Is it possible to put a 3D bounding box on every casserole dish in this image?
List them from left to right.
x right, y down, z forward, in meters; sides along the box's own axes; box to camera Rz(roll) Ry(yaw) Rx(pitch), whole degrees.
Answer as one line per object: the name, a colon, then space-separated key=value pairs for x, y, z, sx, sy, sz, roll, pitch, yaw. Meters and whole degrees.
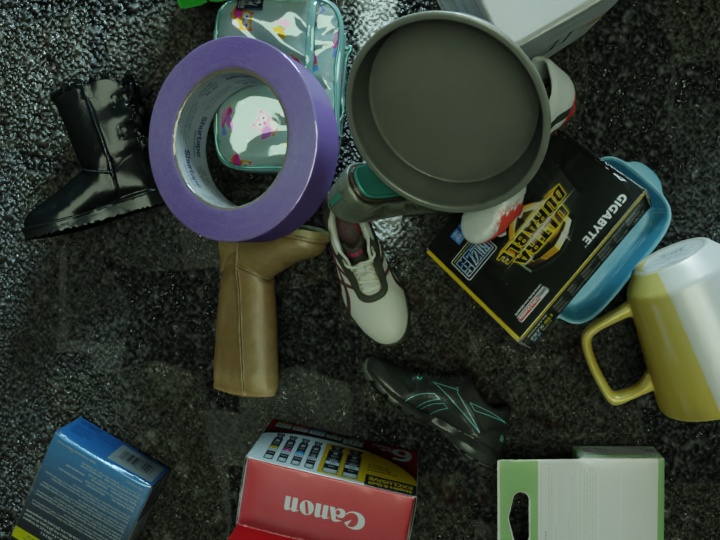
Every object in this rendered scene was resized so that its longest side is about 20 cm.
casserole dish: x=0.265 y=-0.035 z=0.764 sx=0.120 sy=0.039 sz=0.202 roll=39 pitch=97 yaw=1

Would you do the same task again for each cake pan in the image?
cake pan: x=0.081 y=-0.147 z=0.618 sx=0.195 sy=0.037 sz=0.204 roll=15 pitch=135 yaw=15

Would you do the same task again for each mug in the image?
mug: x=0.346 y=0.062 z=0.700 sx=0.183 sy=0.149 sz=0.156 roll=-29 pitch=95 yaw=-13

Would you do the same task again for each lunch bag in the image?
lunch bag: x=-0.089 y=-0.215 z=0.763 sx=0.155 sy=0.077 sz=0.207 roll=3 pitch=96 yaw=6

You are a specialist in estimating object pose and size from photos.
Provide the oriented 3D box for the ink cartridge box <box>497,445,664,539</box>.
ink cartridge box: x=0.260 y=0.289 z=0.792 sx=0.193 sy=0.048 sz=0.151 roll=-1 pitch=95 yaw=6

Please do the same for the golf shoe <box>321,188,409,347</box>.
golf shoe: x=0.000 y=0.000 z=0.772 sx=0.075 sy=0.088 sz=0.205 roll=-22 pitch=94 yaw=6

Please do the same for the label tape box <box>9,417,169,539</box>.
label tape box: x=-0.357 y=0.319 z=0.851 sx=0.141 sy=0.063 sz=0.204 roll=28 pitch=98 yaw=2

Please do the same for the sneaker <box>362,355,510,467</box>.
sneaker: x=0.092 y=0.151 z=0.793 sx=0.197 sy=0.075 sz=0.080 roll=33 pitch=85 yaw=-5

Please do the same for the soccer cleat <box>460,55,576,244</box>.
soccer cleat: x=0.157 y=-0.125 z=0.689 sx=0.068 sy=0.085 sz=0.203 roll=32 pitch=90 yaw=43

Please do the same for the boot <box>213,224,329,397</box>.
boot: x=-0.107 y=0.047 z=0.783 sx=0.171 sy=0.065 sz=0.207 roll=5 pitch=96 yaw=38

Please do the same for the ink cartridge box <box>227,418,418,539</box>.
ink cartridge box: x=-0.035 y=0.257 z=0.755 sx=0.194 sy=0.176 sz=0.087 roll=11 pitch=97 yaw=4

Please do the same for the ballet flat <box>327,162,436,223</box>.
ballet flat: x=0.045 y=-0.090 z=0.740 sx=0.063 sy=0.196 sz=0.069 roll=-37 pitch=69 yaw=46

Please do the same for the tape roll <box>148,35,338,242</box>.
tape roll: x=-0.123 y=-0.133 z=0.693 sx=0.194 sy=0.065 sz=0.207 roll=1 pitch=92 yaw=19

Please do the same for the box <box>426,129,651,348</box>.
box: x=0.190 y=-0.046 z=0.729 sx=0.201 sy=0.049 sz=0.160 roll=-50 pitch=55 yaw=9

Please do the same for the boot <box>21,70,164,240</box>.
boot: x=-0.335 y=-0.139 z=0.800 sx=0.193 sy=0.073 sz=0.167 roll=-17 pitch=96 yaw=0

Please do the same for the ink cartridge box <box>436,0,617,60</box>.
ink cartridge box: x=0.164 y=-0.297 z=0.668 sx=0.142 sy=0.200 sz=0.150 roll=-28 pitch=92 yaw=6

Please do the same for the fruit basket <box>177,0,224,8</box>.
fruit basket: x=-0.135 y=-0.412 z=0.738 sx=0.209 sy=0.157 sz=0.220 roll=-7 pitch=51 yaw=8
